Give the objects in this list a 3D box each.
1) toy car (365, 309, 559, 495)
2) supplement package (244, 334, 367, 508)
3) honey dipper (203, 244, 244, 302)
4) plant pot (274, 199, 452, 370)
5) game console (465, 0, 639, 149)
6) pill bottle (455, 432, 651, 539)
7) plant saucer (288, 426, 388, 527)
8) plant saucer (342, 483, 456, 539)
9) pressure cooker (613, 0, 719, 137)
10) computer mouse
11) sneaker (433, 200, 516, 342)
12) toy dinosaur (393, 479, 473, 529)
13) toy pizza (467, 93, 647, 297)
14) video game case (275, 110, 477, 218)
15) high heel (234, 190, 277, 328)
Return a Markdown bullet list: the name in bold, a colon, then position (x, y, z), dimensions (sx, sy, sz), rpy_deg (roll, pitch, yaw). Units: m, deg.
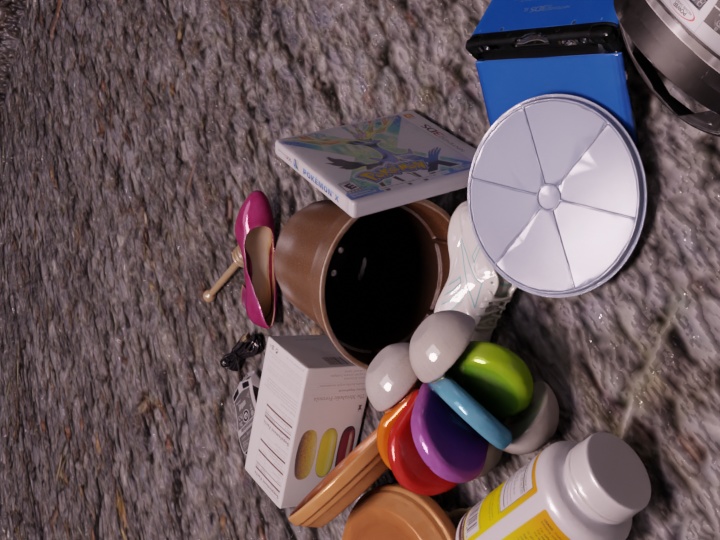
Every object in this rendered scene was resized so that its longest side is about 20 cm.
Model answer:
- **toy car**: position (0.092, 0.155, 0.934), dimensions (0.175, 0.151, 0.200), rpy_deg (42, 136, -9)
- **supplement package**: position (-0.072, 0.202, 1.230), dimensions (0.109, 0.112, 0.203), rpy_deg (30, 114, 51)
- **honey dipper**: position (-0.218, 0.005, 1.506), dimensions (0.200, 0.037, 0.038), rpy_deg (-45, 54, 48)
- **plant pot**: position (0.000, 0.000, 1.092), dimensions (0.198, 0.197, 0.204), rpy_deg (21, 106, 61)
- **game console**: position (0.217, -0.224, 0.932), dimensions (0.199, 0.118, 0.172), rpy_deg (14, 69, 52)
- **pill bottle**: position (0.186, 0.241, 0.880), dimensions (0.200, 0.108, 0.110), rpy_deg (-51, 50, 40)
- **plant saucer**: position (-0.003, 0.241, 1.089), dimensions (0.037, 0.200, 0.200), rpy_deg (46, 131, 5)
- **plant saucer**: position (0.042, 0.350, 1.038), dimensions (0.198, 0.037, 0.204), rpy_deg (0, 91, 46)
- **pressure cooker**: position (0.297, -0.209, 0.695), dimensions (0.201, 0.177, 0.177), rpy_deg (-52, 15, 39)
- **computer mouse**: position (-0.170, 0.201, 1.427), dimensions (0.110, 0.043, 0.202), rpy_deg (-44, 50, 38)
- **sneaker**: position (0.131, 0.025, 0.997), dimensions (0.080, 0.070, 0.204), rpy_deg (11, 97, 50)
- **toy dinosaur**: position (0.060, 0.289, 1.089), dimensions (0.199, 0.047, 0.089), rpy_deg (-30, 47, 39)
- **toy pizza**: position (0.196, -0.074, 0.911), dimensions (0.198, 0.031, 0.204), rpy_deg (6, 100, 39)
- **video game case**: position (0.029, -0.129, 1.037), dimensions (0.182, 0.198, 0.022), rpy_deg (41, 139, 46)
- **high heel**: position (-0.151, -0.015, 1.379), dimensions (0.096, 0.066, 0.203), rpy_deg (34, 119, 55)
